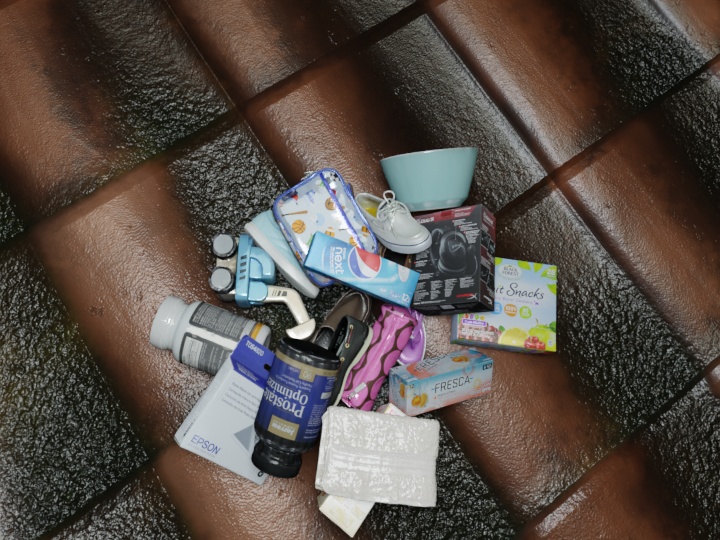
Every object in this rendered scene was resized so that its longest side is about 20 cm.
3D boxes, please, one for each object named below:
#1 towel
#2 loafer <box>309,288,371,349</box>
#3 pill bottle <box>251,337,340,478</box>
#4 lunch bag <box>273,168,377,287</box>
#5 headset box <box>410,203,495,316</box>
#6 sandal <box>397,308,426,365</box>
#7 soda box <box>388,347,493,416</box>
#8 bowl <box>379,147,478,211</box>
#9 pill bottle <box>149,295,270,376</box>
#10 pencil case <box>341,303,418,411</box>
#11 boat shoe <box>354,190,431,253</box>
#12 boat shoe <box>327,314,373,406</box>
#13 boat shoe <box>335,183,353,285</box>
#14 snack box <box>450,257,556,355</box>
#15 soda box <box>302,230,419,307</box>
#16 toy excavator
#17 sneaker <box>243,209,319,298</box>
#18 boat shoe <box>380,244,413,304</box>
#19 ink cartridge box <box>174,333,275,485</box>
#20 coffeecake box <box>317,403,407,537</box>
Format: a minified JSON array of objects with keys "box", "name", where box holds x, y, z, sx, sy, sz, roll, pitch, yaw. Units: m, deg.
[{"box":[0.029,0.293,0.918,0.193,0.035,0.137,7,75,-3],"name":"towel"},{"box":[-0.042,0.117,1.097,0.072,0.071,0.202,33,75,4],"name":"loafer"},{"box":[-0.111,0.224,0.951,0.109,0.112,0.206,17,92,0],"name":"pill bottle"},{"box":[-0.064,-0.084,1.078,0.158,0.076,0.204,-29,90,-9],"name":"lunch bag"},{"box":[0.175,-0.026,1.095,0.145,0.077,0.206,-8,68,34],"name":"headset box"},{"box":[0.090,0.083,1.128,0.080,0.050,0.209,1,75,-5],"name":"sandal"},{"box":[0.146,0.200,1.053,0.195,0.063,0.071,-9,109,-29],"name":"soda box"},{"box":[0.138,-0.174,1.141,0.194,0.201,0.109,-6,95,-6],"name":"bowl"},{"box":[-0.269,0.125,1.052,0.195,0.117,0.119,21,74,1],"name":"pill bottle"},{"box":[0.030,0.159,1.059,0.089,0.094,0.204,27,87,22],"name":"pencil case"},{"box":[0.055,-0.105,1.091,0.074,0.088,0.201,-32,39,-19],"name":"boat shoe"},{"box":[-0.051,0.177,1.031,0.062,0.073,0.205,29,88,-25],"name":"boat shoe"},{"box":[-0.047,-0.074,1.150,0.074,0.072,0.207,0,75,7],"name":"boat shoe"},{"box":[0.280,0.067,1.140,0.193,0.068,0.174,9,74,-4],"name":"snack box"},{"box":[0.000,0.000,1.012,0.195,0.068,0.066,22,83,-8],"name":"soda box"},{"box":[-0.180,0.031,1.090,0.193,0.100,0.201,1,75,-4],"name":"toy excavator"},{"box":[-0.137,-0.039,1.128,0.082,0.074,0.200,-42,84,-12],"name":"sneaker"},{"box":[0.074,-0.034,1.129,0.068,0.071,0.205,-3,61,14],"name":"boat shoe"},{"box":[-0.184,0.244,0.997,0.199,0.040,0.203,42,77,-39],"name":"ink cartridge box"},{"box":[0.012,0.336,1.002,0.072,0.154,0.202,36,75,5],"name":"coffeecake box"}]
